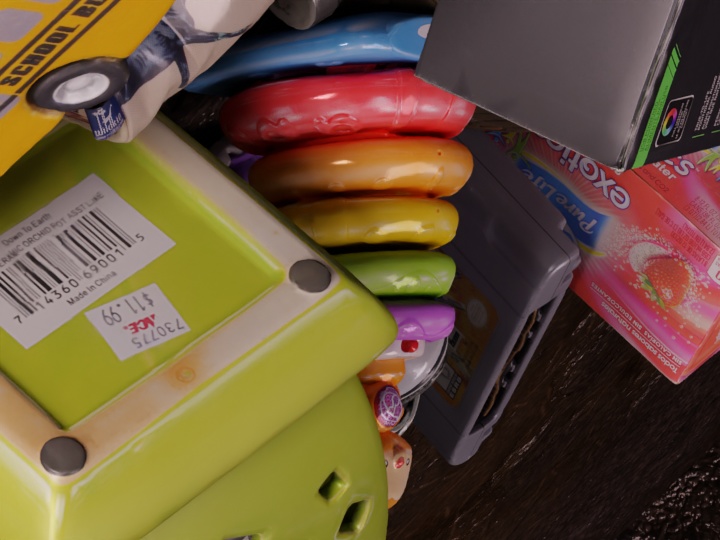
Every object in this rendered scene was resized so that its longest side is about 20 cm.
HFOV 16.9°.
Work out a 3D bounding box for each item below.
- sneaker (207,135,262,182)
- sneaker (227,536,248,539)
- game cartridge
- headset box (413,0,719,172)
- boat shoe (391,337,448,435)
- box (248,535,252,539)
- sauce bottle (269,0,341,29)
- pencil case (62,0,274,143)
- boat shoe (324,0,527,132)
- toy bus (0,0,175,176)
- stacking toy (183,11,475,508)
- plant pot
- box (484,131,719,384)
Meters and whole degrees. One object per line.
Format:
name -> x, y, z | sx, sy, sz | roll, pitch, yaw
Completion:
sneaker -> -0.039, -0.001, 1.128 | 0.081, 0.088, 0.200 | -46, 163, 4
sneaker -> -0.128, 0.167, 0.993 | 0.199, 0.089, 0.077 | -18, -173, -8
game cartridge -> 0.036, 0.002, 1.242 | 0.041, 0.133, 0.200 | -36, 161, -31
headset box -> 0.120, -0.140, 0.890 | 0.200, 0.092, 0.175 | -14, 127, -59
boat shoe -> 0.000, 0.056, 1.256 | 0.072, 0.071, 0.200 | -59, -161, -20
box -> -0.133, 0.136, 1.102 | 0.200, 0.152, 0.106 | -43, 163, -8
sauce bottle -> 0.038, -0.165, 0.975 | 0.200, 0.066, 0.066 | -37, 162, -24
pencil case -> -0.040, -0.131, 0.829 | 0.200, 0.078, 0.089 | -42, 177, -12
boat shoe -> 0.034, -0.120, 1.085 | 0.200, 0.072, 0.068 | 32, 67, -65
toy bus -> -0.131, -0.062, 0.710 | 0.078, 0.065, 0.200 | 2, 151, -45
stacking toy -> 0.000, 0.000, 0.994 | 0.109, 0.202, 0.116 | -7, 174, 35
plant pot -> -0.111, 0.052, 0.896 | 0.200, 0.199, 0.182 | -35, 154, -32
box -> 0.132, -0.057, 1.221 | 0.102, 0.200, 0.095 | -34, 159, -37
